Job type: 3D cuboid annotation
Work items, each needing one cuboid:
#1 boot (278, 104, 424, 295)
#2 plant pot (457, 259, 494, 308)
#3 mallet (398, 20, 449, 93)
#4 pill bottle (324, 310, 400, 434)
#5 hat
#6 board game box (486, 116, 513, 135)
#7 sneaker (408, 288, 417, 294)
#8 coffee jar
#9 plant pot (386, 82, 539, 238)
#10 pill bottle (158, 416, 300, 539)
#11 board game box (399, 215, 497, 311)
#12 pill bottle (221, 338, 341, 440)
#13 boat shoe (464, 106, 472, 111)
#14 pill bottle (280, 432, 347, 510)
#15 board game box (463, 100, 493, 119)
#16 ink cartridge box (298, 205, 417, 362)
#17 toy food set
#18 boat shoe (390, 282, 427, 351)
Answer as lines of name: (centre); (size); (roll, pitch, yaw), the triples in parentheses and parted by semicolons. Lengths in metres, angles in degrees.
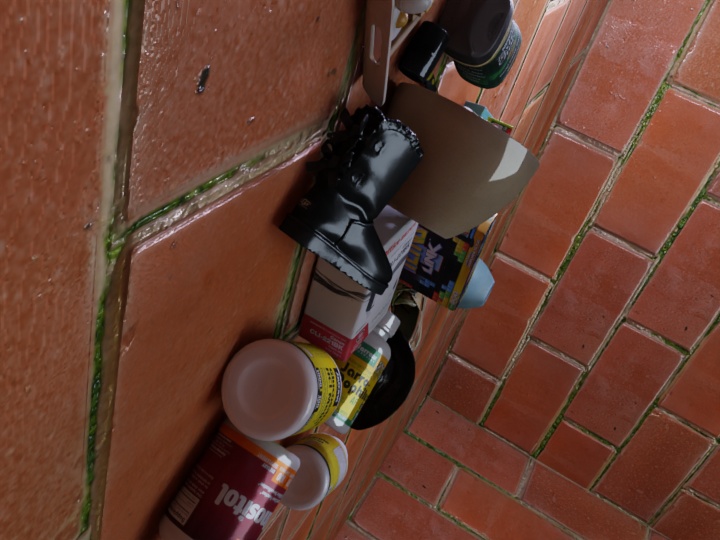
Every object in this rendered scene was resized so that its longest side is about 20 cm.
boot: (0.012, -0.074, 0.763); (0.163, 0.073, 0.198); (-55, 141, 1)
plant pot: (0.370, 0.048, 2.323); (0.201, 0.134, 0.201); (-56, 165, -23)
mallet: (0.092, -0.264, 0.894); (0.066, 0.041, 0.200); (-61, 171, 10)
pill bottle: (-0.020, 0.148, 1.113); (0.201, 0.112, 0.113); (-58, 166, -12)
hat: (-0.004, 0.178, 1.209); (0.081, 0.200, 0.202); (25, 94, -43)
board game box: (0.194, -0.149, 1.186); (0.102, 0.047, 0.202); (45, 69, -83)
sneaker: (0.146, -0.018, 1.259); (0.198, 0.115, 0.076); (-19, 156, -26)
coffee jar: (0.165, -0.319, 0.943); (0.105, 0.085, 0.200); (-64, 166, 11)
plant pot: (0.100, -0.120, 0.858); (0.135, 0.199, 0.200); (-59, 167, 6)
pill bottle: (-0.168, 0.289, 0.836); (0.201, 0.112, 0.113); (-58, 166, -16)
board game box: (0.111, -0.046, 1.104); (0.057, 0.164, 0.201); (-53, 164, -36)
pill bottle: (-0.086, 0.144, 0.859); (0.113, 0.112, 0.200); (-61, 167, -1)
boat shoe: (0.143, -0.182, 1.179); (0.066, 0.071, 0.202); (-27, 135, -59)
pill bottle: (-0.087, 0.365, 1.292); (0.113, 0.111, 0.200); (-62, 167, 3)
board game box: (0.195, -0.188, 1.292); (0.151, 0.047, 0.202); (27, 91, -55)
ink cartridge box: (0.000, 0.000, 0.957); (0.144, 0.083, 0.202); (-45, 157, -50)
toy food set: (0.067, -0.283, 0.702); (0.201, 0.060, 0.144); (-55, 165, -26)
boat shoe: (0.092, 0.057, 1.314); (0.074, 0.075, 0.203); (50, 42, -78)
